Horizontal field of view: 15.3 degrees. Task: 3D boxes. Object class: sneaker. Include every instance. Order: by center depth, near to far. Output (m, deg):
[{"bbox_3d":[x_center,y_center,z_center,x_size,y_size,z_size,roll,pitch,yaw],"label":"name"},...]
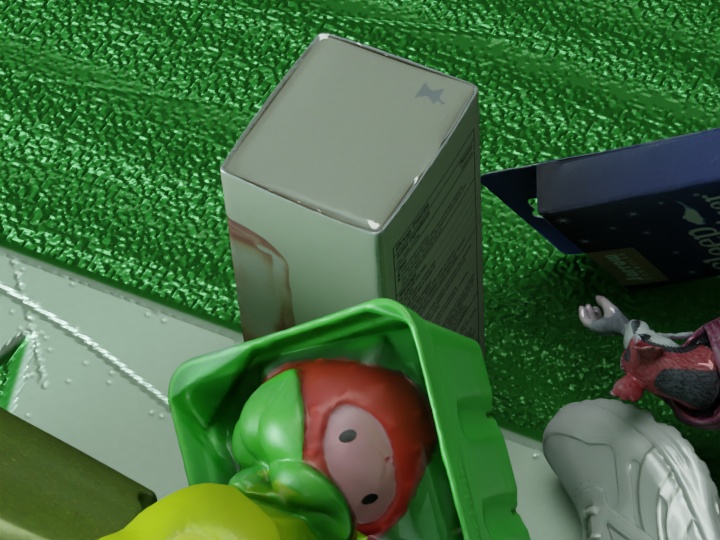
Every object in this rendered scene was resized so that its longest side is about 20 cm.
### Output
[{"bbox_3d":[0.130,0.141,1.221,0.099,0.078,0.200,-28,52,-15],"label":"sneaker"}]

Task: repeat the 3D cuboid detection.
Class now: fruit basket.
[{"bbox_3d":[-0.024,0.125,1.131,0.155,0.216,0.216,-18,42,32],"label":"fruit basket"}]

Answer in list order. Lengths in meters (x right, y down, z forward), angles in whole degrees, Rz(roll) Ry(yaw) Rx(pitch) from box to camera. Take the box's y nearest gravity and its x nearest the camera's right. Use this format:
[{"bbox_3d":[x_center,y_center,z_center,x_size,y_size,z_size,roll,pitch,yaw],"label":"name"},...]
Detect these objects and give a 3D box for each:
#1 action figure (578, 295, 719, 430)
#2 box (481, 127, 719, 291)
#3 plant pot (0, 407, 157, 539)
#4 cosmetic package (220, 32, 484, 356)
[{"bbox_3d":[0.196,0.048,1.264,0.199,0.134,0.149,-12,72,-35],"label":"action figure"},{"bbox_3d":[0.169,-0.032,1.305,0.199,0.121,0.033,-10,67,26],"label":"box"},{"bbox_3d":[-0.197,0.126,1.203,0.189,0.200,0.201,19,52,3],"label":"plant pot"},{"bbox_3d":[0.000,0.000,1.265,0.087,0.200,0.103,22,54,20],"label":"cosmetic package"}]
